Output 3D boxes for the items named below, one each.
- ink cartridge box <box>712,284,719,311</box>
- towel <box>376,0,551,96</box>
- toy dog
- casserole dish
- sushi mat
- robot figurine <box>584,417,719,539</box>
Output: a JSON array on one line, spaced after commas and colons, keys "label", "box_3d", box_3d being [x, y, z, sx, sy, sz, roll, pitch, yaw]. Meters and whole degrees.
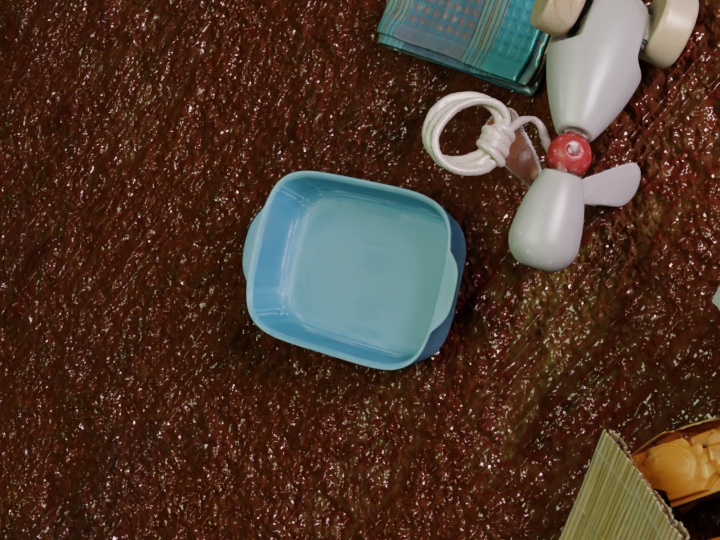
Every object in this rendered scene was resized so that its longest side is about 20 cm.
[{"label": "ink cartridge box", "box_3d": [0.281, 0.034, 1.012, 0.201, 0.083, 0.176, 62, 158, 27]}, {"label": "towel", "box_3d": [0.091, -0.230, 1.360, 0.146, 0.022, 0.201, 23, 97, 41]}, {"label": "toy dog", "box_3d": [0.129, -0.098, 1.249, 0.132, 0.096, 0.200, 40, 78, 0]}, {"label": "casserole dish", "box_3d": [0.000, 0.000, 1.388, 0.199, 0.039, 0.122, 14, 92, 43]}, {"label": "sushi mat", "box_3d": [0.137, 0.197, 1.191, 0.096, 0.012, 0.201, -119, 38, -48]}, {"label": "robot figurine", "box_3d": [0.224, 0.136, 1.151, 0.199, 0.058, 0.146, -23, 68, 38]}]
